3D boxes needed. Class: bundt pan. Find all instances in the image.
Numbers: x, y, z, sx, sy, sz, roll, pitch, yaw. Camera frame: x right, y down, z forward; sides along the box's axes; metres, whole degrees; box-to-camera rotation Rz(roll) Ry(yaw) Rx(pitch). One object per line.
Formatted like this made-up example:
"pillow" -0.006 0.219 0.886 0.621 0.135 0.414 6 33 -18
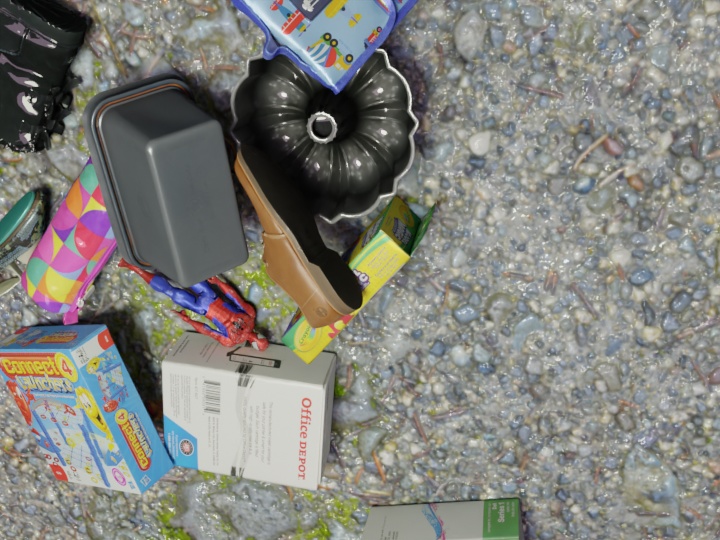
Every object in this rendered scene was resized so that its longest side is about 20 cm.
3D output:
"bundt pan" -0.033 -0.157 0.937 0.198 0.076 0.206 4 112 9

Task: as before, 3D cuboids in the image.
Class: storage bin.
"storage bin" -0.182 -0.087 0.934 0.144 0.134 0.203 -23 122 -26

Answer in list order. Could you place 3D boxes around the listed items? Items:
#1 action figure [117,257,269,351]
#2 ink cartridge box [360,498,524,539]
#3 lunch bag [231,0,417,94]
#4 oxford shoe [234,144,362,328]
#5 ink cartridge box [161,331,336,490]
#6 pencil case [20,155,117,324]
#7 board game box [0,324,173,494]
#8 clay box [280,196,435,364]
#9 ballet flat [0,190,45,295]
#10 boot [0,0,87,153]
"action figure" -0.190 0.033 1.055 0.199 0.052 0.066 36 78 -7
"ink cartridge box" 0.109 0.374 1.125 0.196 0.084 0.147 -6 111 12
"lunch bag" -0.029 -0.269 0.828 0.150 0.094 0.201 41 74 -8
"oxford shoe" -0.079 -0.031 0.904 0.071 0.071 0.202 -32 85 29
"ink cartridge box" -0.133 0.168 1.085 0.196 0.085 0.149 8 114 7
"pencil case" -0.315 -0.039 1.034 0.088 0.089 0.201 33 114 -5
"board game box" -0.343 0.167 1.095 0.198 0.056 0.199 -5 114 42
"clay box" 0.000 0.000 0.975 0.047 0.115 0.200 39 113 -7
"ballet flat" -0.425 -0.020 1.081 0.199 0.074 0.075 -35 102 23
"boot" -0.398 -0.237 0.979 0.196 0.074 0.164 32 120 -2
